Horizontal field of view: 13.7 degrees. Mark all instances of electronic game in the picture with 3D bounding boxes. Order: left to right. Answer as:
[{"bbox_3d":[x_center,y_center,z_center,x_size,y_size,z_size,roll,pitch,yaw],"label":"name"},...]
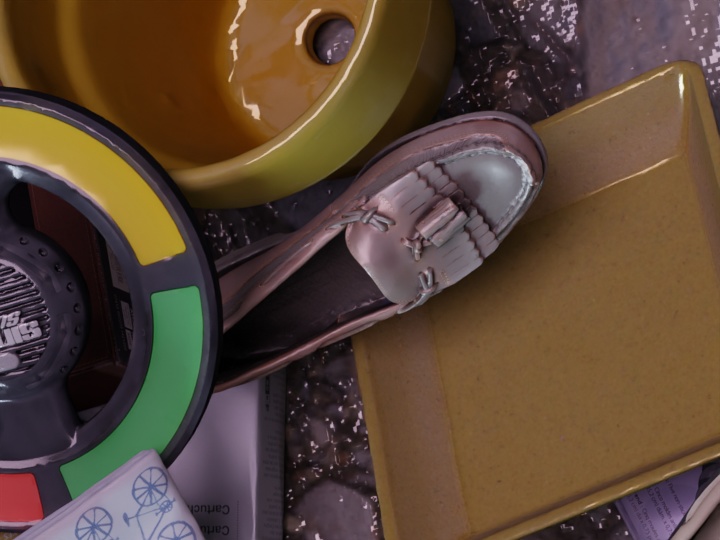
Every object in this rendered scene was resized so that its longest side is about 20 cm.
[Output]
[{"bbox_3d":[-0.157,0.019,1.316,0.199,0.042,0.201,3,105,10],"label":"electronic game"}]

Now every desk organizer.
[{"bbox_3d":[-0.150,-0.034,1.458,0.077,0.072,0.201,-17,73,20],"label":"desk organizer"}]

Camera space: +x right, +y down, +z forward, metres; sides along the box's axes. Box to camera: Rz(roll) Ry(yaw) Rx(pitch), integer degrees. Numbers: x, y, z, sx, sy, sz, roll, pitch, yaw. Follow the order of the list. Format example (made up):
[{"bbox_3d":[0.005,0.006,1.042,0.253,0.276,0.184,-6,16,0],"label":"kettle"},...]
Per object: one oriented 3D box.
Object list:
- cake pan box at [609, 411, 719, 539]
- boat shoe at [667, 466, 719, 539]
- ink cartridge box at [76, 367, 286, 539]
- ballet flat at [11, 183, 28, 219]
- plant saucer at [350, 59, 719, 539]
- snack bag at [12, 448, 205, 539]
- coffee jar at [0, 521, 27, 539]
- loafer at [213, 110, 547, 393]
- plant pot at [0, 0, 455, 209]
[{"bbox_3d":[0.233,0.134,1.330,0.184,0.052,0.201,-33,72,17],"label":"cake pan box"},{"bbox_3d":[0.141,0.161,1.305,0.071,0.062,0.201,36,102,22],"label":"boat shoe"},{"bbox_3d":[-0.133,0.124,1.484,0.198,0.041,0.201,-3,82,21],"label":"ink cartridge box"},{"bbox_3d":[-0.231,-0.004,1.525,0.200,0.070,0.067,-42,70,12],"label":"ballet flat"},{"bbox_3d":[0.095,0.029,1.374,0.199,0.048,0.201,-24,56,20],"label":"plant saucer"},{"bbox_3d":[-0.138,0.197,1.326,0.199,0.189,0.021,-32,35,-12],"label":"snack bag"},{"bbox_3d":[-0.182,0.106,1.408,0.104,0.085,0.200,-28,57,-7],"label":"coffee jar"},{"bbox_3d":[0.000,0.000,1.367,0.199,0.063,0.072,-30,113,26],"label":"loafer"},{"bbox_3d":[-0.046,-0.122,1.402,0.200,0.189,0.202,-3,82,22],"label":"plant pot"}]
